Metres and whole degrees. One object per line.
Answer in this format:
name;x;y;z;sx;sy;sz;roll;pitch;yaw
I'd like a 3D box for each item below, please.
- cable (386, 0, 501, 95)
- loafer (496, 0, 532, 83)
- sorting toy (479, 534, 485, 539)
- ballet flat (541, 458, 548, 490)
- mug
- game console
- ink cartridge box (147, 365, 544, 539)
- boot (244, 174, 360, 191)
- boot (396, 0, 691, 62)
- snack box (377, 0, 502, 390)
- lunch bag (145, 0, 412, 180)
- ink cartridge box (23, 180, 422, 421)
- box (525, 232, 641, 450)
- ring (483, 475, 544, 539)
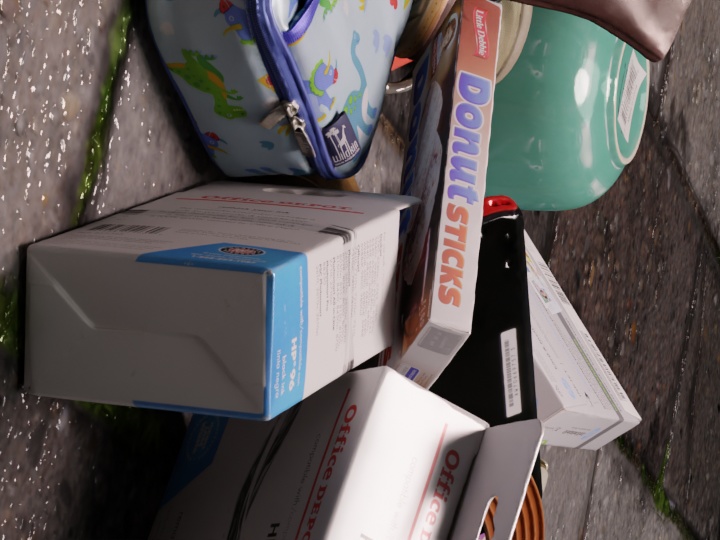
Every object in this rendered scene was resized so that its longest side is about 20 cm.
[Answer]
cable;0.065;-0.151;1.441;0.199;0.050;0.098;-15;113;-26
loafer;0.052;-0.194;1.496;0.068;0.076;0.201;-23;124;-35
sorting toy;0.021;0.100;1.497;0.200;0.106;0.181;10;68;-71
ballet flat;0.083;0.119;1.683;0.201;0.073;0.073;77;27;-44
mug;0.113;-0.128;1.617;0.152;0.114;0.186;-47;139;-60
game console;0.009;0.070;1.349;0.176;0.031;0.201;-20;125;-21
ink cartridge box;-0.015;0.112;1.194;0.067;0.200;0.116;31;65;-28
boot;0.000;0.000;1.378;0.076;0.073;0.200;-81;150;-42
boot;0.107;-0.159;1.402;0.166;0.072;0.201;37;65;-25
snack box;0.038;-0.036;1.267;0.072;0.024;0.201;122;-20;-51
lunch bag;-0.030;-0.154;1.257;0.161;0.082;0.201;68;33;-49
ink cartridge box;-0.055;0.009;1.179;0.200;0.115;0.068;-27;121;-67
box;0.095;0.033;1.599;0.156;0.041;0.200;59;12;14
ring;0.013;0.167;1.374;0.200;0.019;0.201;-15;123;-24
